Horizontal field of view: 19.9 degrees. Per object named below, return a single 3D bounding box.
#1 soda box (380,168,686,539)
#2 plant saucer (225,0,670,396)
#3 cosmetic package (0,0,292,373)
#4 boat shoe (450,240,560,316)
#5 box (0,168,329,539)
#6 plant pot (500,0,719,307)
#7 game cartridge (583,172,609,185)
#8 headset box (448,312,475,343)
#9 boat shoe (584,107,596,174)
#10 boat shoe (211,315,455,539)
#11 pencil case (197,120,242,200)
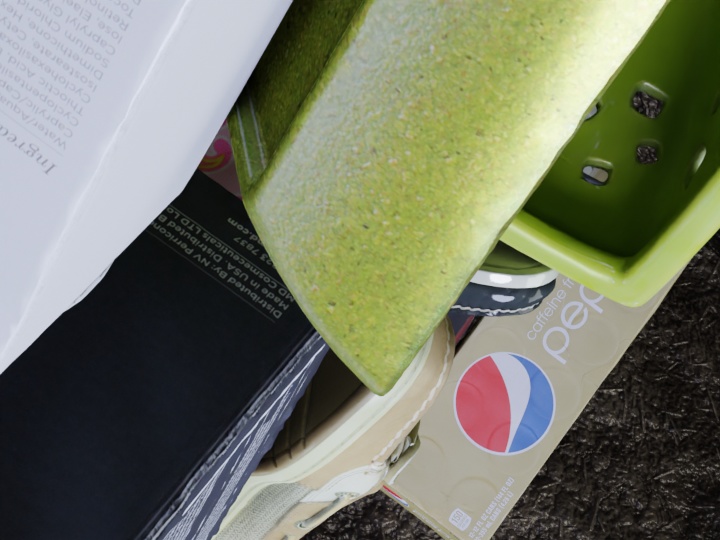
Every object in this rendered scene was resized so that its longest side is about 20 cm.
[{"bbox_3d":[0.087,0.040,1.015,0.200,0.068,0.064,-53,178,-8],"label":"soda box"},{"bbox_3d":[0.009,-0.107,0.515,0.200,0.048,0.200,-56,-145,40],"label":"plant saucer"},{"bbox_3d":[-0.052,-0.077,0.446,0.200,0.074,0.102,-53,178,40],"label":"cosmetic package"},{"bbox_3d":[-0.002,0.001,0.868,0.074,0.199,0.066,-25,121,-52],"label":"boat shoe"},{"bbox_3d":[-0.124,0.083,0.609,0.198,0.123,0.200,-52,175,-48],"label":"box"},{"bbox_3d":[0.089,-0.140,0.764,0.182,0.199,0.200,-59,180,-33],"label":"plant pot"},{"bbox_3d":[0.041,-0.049,0.900,0.038,0.200,0.130,-62,178,-2],"label":"game cartridge"},{"bbox_3d":[0.002,-0.027,1.009,0.200,0.148,0.075,-51,175,-32],"label":"headset box"},{"bbox_3d":[0.047,-0.100,0.928,0.200,0.073,0.067,34,82,-48],"label":"boat shoe"},{"bbox_3d":[-0.015,0.057,0.720,0.201,0.063,0.073,-44,-144,49],"label":"boat shoe"},{"bbox_3d":[-0.075,-0.002,0.767,0.088,0.087,0.200,-52,176,-19],"label":"pencil case"}]
